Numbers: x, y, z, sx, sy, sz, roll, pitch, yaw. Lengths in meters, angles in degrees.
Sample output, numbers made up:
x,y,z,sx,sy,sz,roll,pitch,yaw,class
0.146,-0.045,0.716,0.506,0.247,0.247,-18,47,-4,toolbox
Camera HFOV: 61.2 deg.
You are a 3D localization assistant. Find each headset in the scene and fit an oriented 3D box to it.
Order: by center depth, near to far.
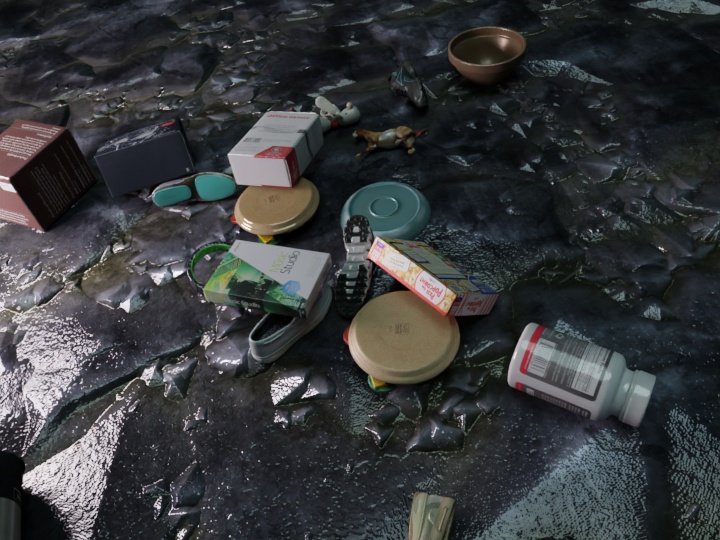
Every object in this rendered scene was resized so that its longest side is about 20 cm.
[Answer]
x,y,z,sx,sy,sz,roll,pitch,yaw,class
-0.248,0.006,1.200,0.199,0.094,0.124,26,56,9,headset

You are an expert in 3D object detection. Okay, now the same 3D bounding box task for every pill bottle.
x,y,z,sx,sy,sz,roll,pitch,yaw,class
0.340,0.165,0.943,0.199,0.111,0.111,20,54,25,pill bottle

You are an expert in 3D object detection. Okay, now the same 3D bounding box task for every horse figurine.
x,y,z,sx,sy,sz,roll,pitch,yaw,class
0.070,-0.311,1.453,0.199,0.050,0.133,-5,30,16,horse figurine

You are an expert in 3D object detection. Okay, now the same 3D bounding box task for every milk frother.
x,y,z,sx,sy,sz,roll,pitch,yaw,class
-0.607,0.370,0.875,0.199,0.181,0.188,-18,47,-11,milk frother

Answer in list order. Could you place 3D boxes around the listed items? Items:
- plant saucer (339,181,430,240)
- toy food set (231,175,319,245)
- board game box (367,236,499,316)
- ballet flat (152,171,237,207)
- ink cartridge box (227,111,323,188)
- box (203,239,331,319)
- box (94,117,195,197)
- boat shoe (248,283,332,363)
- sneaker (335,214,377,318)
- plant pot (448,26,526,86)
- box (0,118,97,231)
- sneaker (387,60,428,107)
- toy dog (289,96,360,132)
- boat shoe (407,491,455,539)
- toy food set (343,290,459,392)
x,y,z,sx,sy,sz,roll,pitch,yaw,class
0.052,-0.131,1.317,0.199,0.027,0.201,-5,47,5,plant saucer
-0.188,-0.144,1.356,0.197,0.049,0.200,-30,51,-16,toy food set
0.132,0.009,1.106,0.151,0.046,0.200,3,28,-49,board game box
-0.386,-0.197,1.430,0.199,0.072,0.072,-10,47,0,ballet flat
-0.188,-0.280,1.397,0.146,0.083,0.200,7,43,20,ink cartridge box
-0.169,0.012,1.125,0.199,0.036,0.145,8,44,15,box
-0.509,-0.275,1.457,0.199,0.104,0.182,-20,28,-9,box
-0.127,0.083,1.125,0.070,0.072,0.201,27,58,30,boat shoe
0.000,0.000,1.181,0.066,0.090,0.201,0,73,21,sneaker
0.331,-0.552,1.603,0.200,0.093,0.201,-5,47,5,plant pot
-0.787,-0.232,1.461,0.165,0.165,0.200,14,52,20,box
0.125,-0.475,1.596,0.079,0.076,0.200,-23,41,8,sneaker
-0.105,-0.389,1.529,0.200,0.097,0.132,-39,54,-23,toy dog
0.092,0.395,0.809,0.065,0.072,0.200,2,43,13,boat shoe
0.072,0.115,1.065,0.197,0.049,0.201,-13,49,-5,toy food set
